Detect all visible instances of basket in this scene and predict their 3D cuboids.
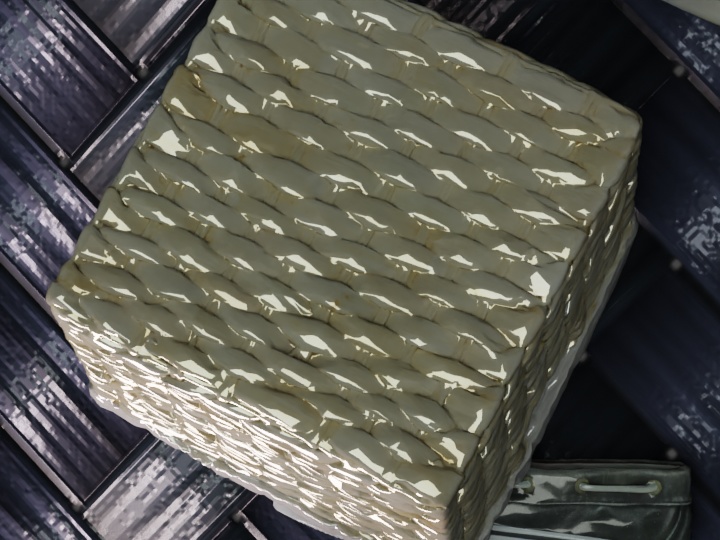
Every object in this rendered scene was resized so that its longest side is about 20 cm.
[{"bbox_3d":[0.000,0.000,0.864,0.199,0.161,0.199,27,78,9],"label":"basket"}]

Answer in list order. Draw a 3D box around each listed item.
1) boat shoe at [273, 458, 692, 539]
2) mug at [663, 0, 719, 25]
[{"bbox_3d":[0.060,0.102,0.951,0.198,0.072,0.072,8,92,4],"label":"boat shoe"},{"bbox_3d":[0.210,-0.166,0.843,0.149,0.186,0.154,25,97,44],"label":"mug"}]
